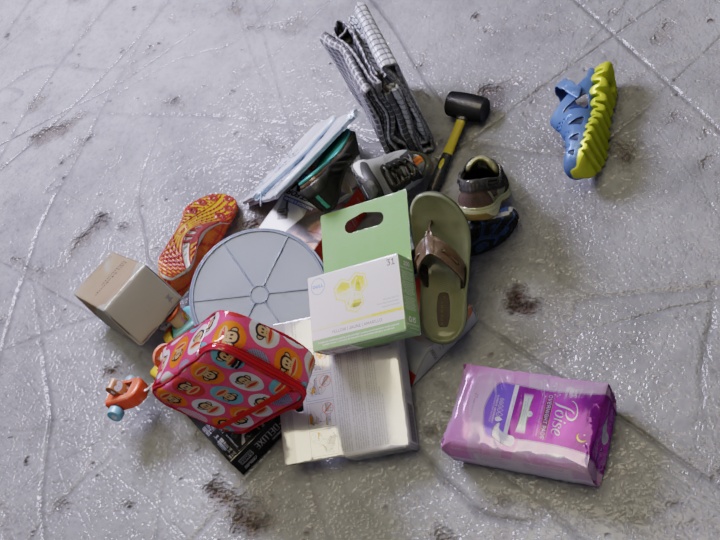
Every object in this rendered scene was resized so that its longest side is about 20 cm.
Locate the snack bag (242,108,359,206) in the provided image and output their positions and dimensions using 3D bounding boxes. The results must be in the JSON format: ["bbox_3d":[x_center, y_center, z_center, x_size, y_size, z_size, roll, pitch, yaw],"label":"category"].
[{"bbox_3d":[-0.094,-0.168,1.729,0.189,0.021,0.200,-47,13,-10],"label":"snack bag"}]

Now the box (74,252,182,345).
[{"bbox_3d":[-0.344,0.038,1.685,0.095,0.078,0.200,-50,23,-14],"label":"box"}]

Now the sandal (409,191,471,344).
[{"bbox_3d":[0.105,-0.004,1.493,0.079,0.057,0.202,-6,90,16],"label":"sandal"}]

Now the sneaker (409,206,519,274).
[{"bbox_3d":[0.125,-0.061,1.585,0.199,0.076,0.077,-15,54,-17],"label":"sneaker"}]

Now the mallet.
[{"bbox_3d":[0.141,-0.178,1.708,0.066,0.041,0.201,7,68,23],"label":"mallet"}]

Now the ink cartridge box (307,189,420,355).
[{"bbox_3d":[0.000,0.000,1.503,0.145,0.048,0.201,-15,71,30],"label":"ink cartridge box"}]

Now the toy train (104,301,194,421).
[{"bbox_3d":[-0.295,0.116,1.632,0.150,0.056,0.201,-14,38,38],"label":"toy train"}]

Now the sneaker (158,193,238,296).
[{"bbox_3d":[-0.254,-0.043,1.764,0.073,0.077,0.200,24,53,13],"label":"sneaker"}]

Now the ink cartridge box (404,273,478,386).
[{"bbox_3d":[0.037,0.081,1.578,0.200,0.050,0.162,-42,54,-11],"label":"ink cartridge box"}]

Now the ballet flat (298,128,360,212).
[{"bbox_3d":[-0.036,-0.137,1.646,0.068,0.068,0.200,-34,14,31],"label":"ballet flat"}]

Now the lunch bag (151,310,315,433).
[{"bbox_3d":[-0.154,0.138,1.471,0.200,0.176,0.082,-33,36,47],"label":"lunch bag"}]

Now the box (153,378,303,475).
[{"bbox_3d":[-0.174,0.162,1.612,0.158,0.050,0.200,-45,54,-9],"label":"box"}]

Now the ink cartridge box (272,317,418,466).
[{"bbox_3d":[-0.022,0.153,1.530,0.175,0.045,0.201,-12,70,17],"label":"ink cartridge box"}]

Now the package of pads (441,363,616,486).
[{"bbox_3d":[0.209,0.191,1.423,0.199,0.076,0.121,7,65,26],"label":"package of pads"}]

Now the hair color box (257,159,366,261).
[{"bbox_3d":[-0.079,-0.062,1.706,0.111,0.064,0.200,24,72,31],"label":"hair color box"}]

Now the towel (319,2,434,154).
[{"bbox_3d":[0.026,-0.272,1.708,0.085,0.200,0.166,-28,52,5],"label":"towel"}]

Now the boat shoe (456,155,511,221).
[{"bbox_3d":[0.170,-0.126,1.583,0.071,0.066,0.201,4,23,12],"label":"boat shoe"}]

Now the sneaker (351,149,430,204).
[{"bbox_3d":[0.045,-0.138,1.626,0.079,0.200,0.074,-26,94,22],"label":"sneaker"}]

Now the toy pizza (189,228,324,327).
[{"bbox_3d":[-0.140,0.038,1.609,0.199,0.032,0.201,-1,72,3],"label":"toy pizza"}]

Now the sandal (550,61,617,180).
[{"bbox_3d":[0.311,-0.210,1.635,0.087,0.080,0.201,-1,51,26],"label":"sandal"}]
